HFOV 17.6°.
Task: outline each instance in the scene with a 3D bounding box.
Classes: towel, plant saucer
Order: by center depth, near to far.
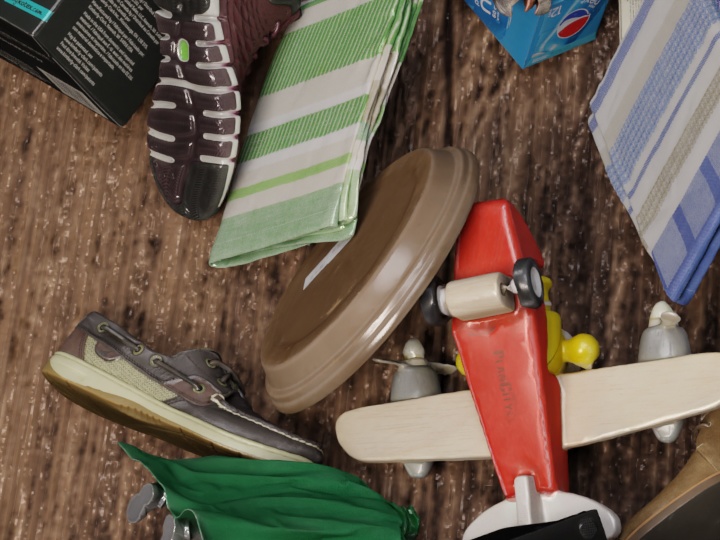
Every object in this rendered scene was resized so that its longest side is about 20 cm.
[{"bbox_3d":[0.000,0.000,1.439,0.029,0.200,0.200,37,73,-14],"label":"plant saucer"},{"bbox_3d":[0.200,-0.092,1.446,0.024,0.147,0.200,9,37,-21],"label":"towel"},{"bbox_3d":[-0.027,-0.102,1.529,0.152,0.023,0.201,-13,55,52],"label":"towel"}]

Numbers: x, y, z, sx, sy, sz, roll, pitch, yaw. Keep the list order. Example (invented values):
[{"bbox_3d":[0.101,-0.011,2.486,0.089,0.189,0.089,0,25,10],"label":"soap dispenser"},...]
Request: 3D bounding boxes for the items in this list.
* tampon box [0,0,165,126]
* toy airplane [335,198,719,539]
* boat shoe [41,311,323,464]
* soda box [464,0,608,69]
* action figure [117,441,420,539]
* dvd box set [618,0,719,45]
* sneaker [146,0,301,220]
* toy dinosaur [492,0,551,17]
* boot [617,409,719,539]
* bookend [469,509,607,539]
[{"bbox_3d":[-0.179,-0.232,1.575,0.150,0.126,0.200,31,80,33],"label":"tampon box"},{"bbox_3d":[0.107,0.079,1.425,0.200,0.141,0.200,34,110,10],"label":"toy airplane"},{"bbox_3d":[-0.108,0.079,1.478,0.199,0.073,0.065,21,76,17],"label":"boat shoe"},{"bbox_3d":[0.085,-0.236,1.586,0.068,0.064,0.200,-24,62,-26],"label":"soda box"},{"bbox_3d":[-0.041,0.151,1.390,0.118,0.199,0.055,51,123,43],"label":"action figure"},{"bbox_3d":[0.274,-0.211,1.573,0.199,0.029,0.147,-3,65,8],"label":"dvd box set"},{"bbox_3d":[-0.080,-0.138,1.556,0.075,0.201,0.115,18,25,36],"label":"sneaker"},{"bbox_3d":[0.146,-0.261,1.530,0.135,0.086,0.201,6,48,1],"label":"toy dinosaur"},{"bbox_3d":[0.226,0.116,1.422,0.200,0.074,0.075,-34,50,-15],"label":"boot"},{"bbox_3d":[0.026,0.217,1.346,0.198,0.200,0.092,-17,87,-22],"label":"bookend"}]
